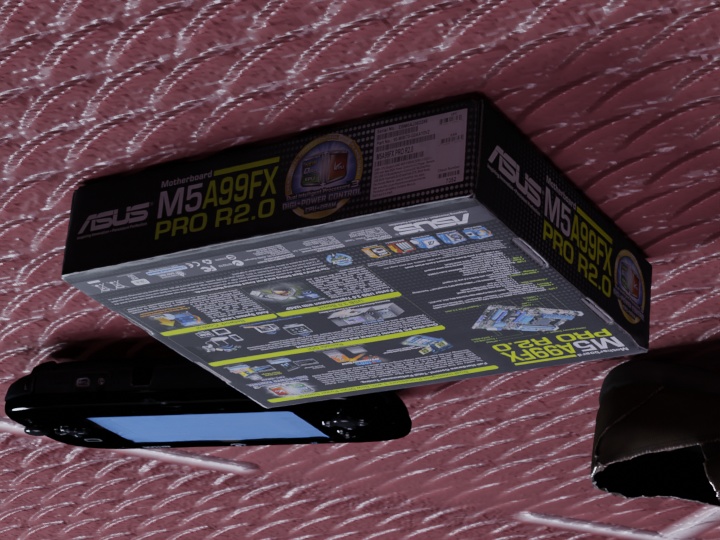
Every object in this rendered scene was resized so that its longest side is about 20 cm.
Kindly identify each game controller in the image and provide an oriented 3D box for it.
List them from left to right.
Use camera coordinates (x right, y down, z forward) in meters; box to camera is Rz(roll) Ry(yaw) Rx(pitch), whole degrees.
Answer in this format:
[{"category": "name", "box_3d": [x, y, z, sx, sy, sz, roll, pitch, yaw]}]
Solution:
[{"category": "game controller", "box_3d": [-0.076, 0.071, 1.025, 0.199, 0.042, 0.104, -3, 154, 18]}]

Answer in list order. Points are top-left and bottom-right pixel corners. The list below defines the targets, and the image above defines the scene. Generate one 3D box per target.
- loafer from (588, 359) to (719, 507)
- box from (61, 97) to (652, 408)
[{"category": "loafer", "box_3d": [0.191, 0.093, 0.923, 0.199, 0.072, 0.073, 3, 139, 39]}, {"category": "box", "box_3d": [0.000, 0.000, 0.853, 0.199, 0.045, 0.160, -10, 152, 31]}]
